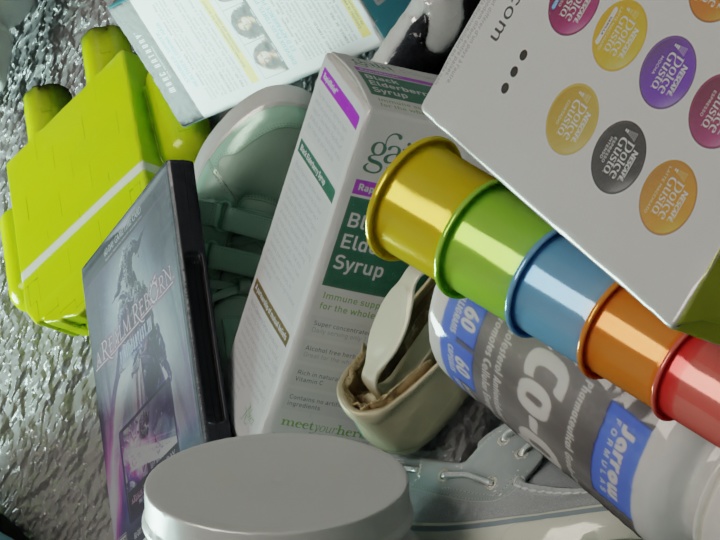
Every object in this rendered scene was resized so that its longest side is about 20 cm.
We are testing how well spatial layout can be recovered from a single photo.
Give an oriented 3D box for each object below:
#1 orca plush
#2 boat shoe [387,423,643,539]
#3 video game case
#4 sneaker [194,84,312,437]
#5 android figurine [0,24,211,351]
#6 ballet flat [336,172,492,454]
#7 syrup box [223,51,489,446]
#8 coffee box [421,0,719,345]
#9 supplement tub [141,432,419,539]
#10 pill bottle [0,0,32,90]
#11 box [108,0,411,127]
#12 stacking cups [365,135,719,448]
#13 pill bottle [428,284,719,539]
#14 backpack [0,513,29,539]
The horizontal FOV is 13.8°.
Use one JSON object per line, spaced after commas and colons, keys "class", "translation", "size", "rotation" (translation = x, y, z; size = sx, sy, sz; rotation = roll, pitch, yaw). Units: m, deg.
{"class": "orca plush", "translation": [0.058, -0.120, 1.505], "size": [0.071, 0.105, 0.200], "rotation": [41, 89, 11]}
{"class": "boat shoe", "translation": [0.070, 0.105, 1.400], "size": [0.201, 0.070, 0.072], "rotation": [-9, 74, 51]}
{"class": "video game case", "translation": [-0.107, 0.062, 1.566], "size": [0.143, 0.019, 0.200], "rotation": [134, 131, -56]}
{"class": "sneaker", "translation": [-0.055, 0.008, 1.584], "size": [0.201, 0.074, 0.118], "rotation": [-66, 31, 22]}
{"class": "android figurine", "translation": [-0.153, -0.044, 1.751], "size": [0.182, 0.041, 0.200], "rotation": [-42, 47, 31]}
{"class": "ballet flat", "translation": [0.058, 0.000, 1.409], "size": [0.200, 0.069, 0.069], "rotation": [-54, 41, 5]}
{"class": "syrup box", "translation": [0.000, 0.000, 1.477], "size": [0.081, 0.079, 0.200], "rotation": [-120, 45, -59]}
{"class": "coffee box", "translation": [0.190, -0.082, 1.229], "size": [0.200, 0.200, 0.198], "rotation": [-60, 41, 14]}
{"class": "supplement tub", "translation": [-0.036, 0.190, 1.385], "size": [0.145, 0.144, 0.200], "rotation": [23, 120, 51]}
{"class": "pill bottle", "translation": [-0.256, -0.217, 1.874], "size": [0.114, 0.114, 0.200], "rotation": [-8, 69, 48]}
{"class": "box", "translation": [-0.050, -0.144, 1.613], "size": [0.049, 0.082, 0.200], "rotation": [-40, 14, -35]}
{"class": "stacking cups", "translation": [0.091, 0.010, 1.229], "size": [0.200, 0.060, 0.061], "rotation": [31, 100, 35]}
{"class": "pill bottle", "translation": [0.132, 0.052, 1.295], "size": [0.200, 0.114, 0.114], "rotation": [39, 106, 36]}
{"class": "backpack", "translation": [-0.287, 0.174, 1.695], "size": [0.183, 0.200, 0.135], "rotation": [35, 103, 49]}
